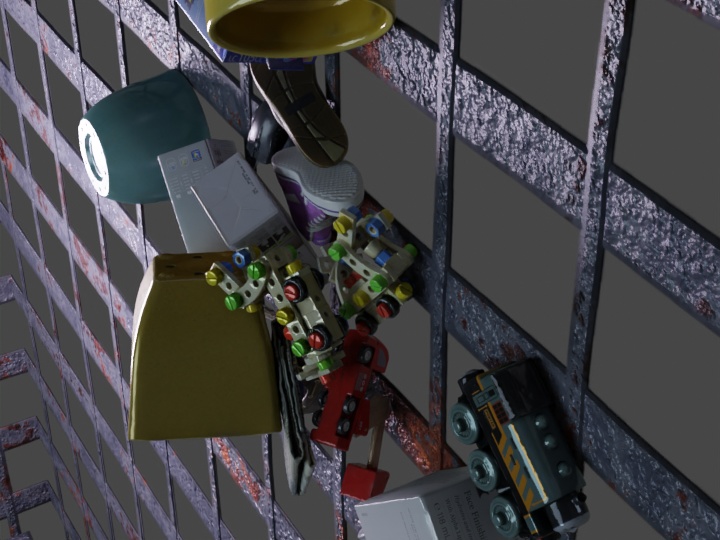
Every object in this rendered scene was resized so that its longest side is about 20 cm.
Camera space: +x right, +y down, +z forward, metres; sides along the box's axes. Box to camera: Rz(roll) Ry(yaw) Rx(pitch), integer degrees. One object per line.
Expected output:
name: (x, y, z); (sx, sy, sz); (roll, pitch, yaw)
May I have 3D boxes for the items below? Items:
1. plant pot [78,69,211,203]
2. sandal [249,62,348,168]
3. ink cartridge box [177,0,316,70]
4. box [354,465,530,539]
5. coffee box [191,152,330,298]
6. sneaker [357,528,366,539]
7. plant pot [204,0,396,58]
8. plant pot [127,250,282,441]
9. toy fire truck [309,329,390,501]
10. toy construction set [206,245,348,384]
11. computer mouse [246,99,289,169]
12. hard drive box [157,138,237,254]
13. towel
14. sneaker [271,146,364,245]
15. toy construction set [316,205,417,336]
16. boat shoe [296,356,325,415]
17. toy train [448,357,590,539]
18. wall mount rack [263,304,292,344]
plant pot: (-0.340, -0.194, 2.116); (0.201, 0.160, 0.202); (46, 145, 45)
sandal: (-0.076, -0.211, 1.670); (0.201, 0.080, 0.054); (63, 176, 9)
ink cartridge box: (-0.126, -0.309, 1.600); (0.200, 0.136, 0.077); (52, 132, 36)
box: (0.113, 0.333, 1.555); (0.200, 0.130, 0.201); (-29, 80, 65)
coffee box: (-0.124, -0.045, 1.756); (0.113, 0.080, 0.200); (55, -179, 32)
sneaker: (0.062, 0.358, 1.746); (0.112, 0.077, 0.200); (49, 175, -2)
plant pot: (-0.069, -0.342, 1.428); (0.201, 0.199, 0.191); (154, 112, -65)
plant pot: (-0.204, 0.085, 1.765); (0.194, 0.194, 0.202); (-115, 25, -71)
toy fire truck: (0.001, 0.185, 1.729); (0.048, 0.141, 0.202); (12, 81, 35)
toy construction set: (-0.084, 0.055, 1.620); (0.131, 0.092, 0.201); (-26, 106, 40)
computer mouse: (-0.143, -0.140, 1.785); (0.058, 0.034, 0.201); (35, 112, 22)
hard drive box: (-0.198, -0.077, 1.916); (0.156, 0.076, 0.202); (-21, -87, -80)
towel: (-0.088, 0.180, 1.780); (0.200, 0.034, 0.194); (97, 164, -69)
sneaker: (-0.039, -0.078, 1.686); (0.200, 0.072, 0.115); (40, 148, 61)
toy construction set: (0.000, 0.000, 1.614); (0.131, 0.092, 0.200); (46, 162, -1)
boat shoe: (-0.068, 0.137, 1.889); (0.072, 0.059, 0.201); (59, 153, 27)
toy train: (0.166, 0.187, 1.413); (0.114, 0.085, 0.201); (-41, 69, 54)
wall mount rack: (-0.162, 0.080, 2.004); (0.200, 0.173, 0.075); (22, 86, 60)
